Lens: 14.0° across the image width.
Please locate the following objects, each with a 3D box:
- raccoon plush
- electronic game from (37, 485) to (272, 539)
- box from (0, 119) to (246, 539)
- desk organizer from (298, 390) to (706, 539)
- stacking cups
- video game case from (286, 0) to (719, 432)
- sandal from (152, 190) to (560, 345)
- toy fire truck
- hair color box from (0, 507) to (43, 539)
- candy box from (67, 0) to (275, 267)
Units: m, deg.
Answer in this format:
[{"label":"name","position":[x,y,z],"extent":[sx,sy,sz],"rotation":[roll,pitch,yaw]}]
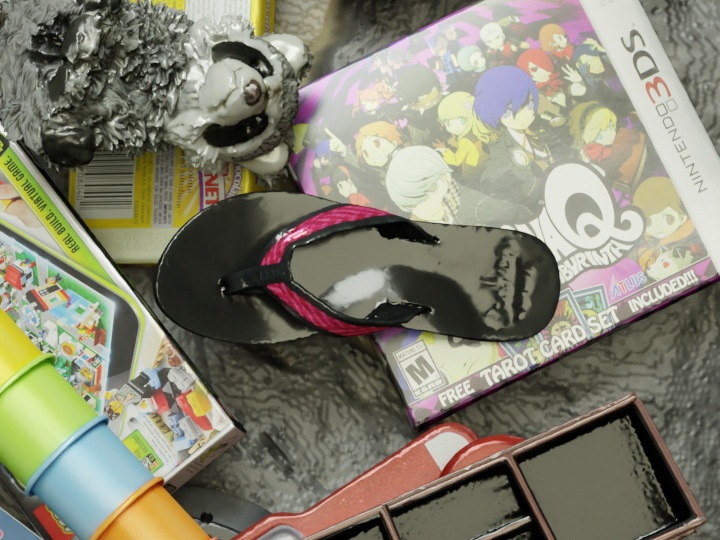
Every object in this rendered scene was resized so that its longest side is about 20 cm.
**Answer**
[{"label":"raccoon plush","position":[-0.112,-0.108,1.442],"extent":[0.134,0.200,0.097],"rotation":[9,110,-33]},{"label":"electronic game","position":[-0.095,0.205,1.443],"extent":[0.199,0.042,0.201],"rotation":[1,75,-2]},{"label":"box","position":[-0.159,0.035,1.440],"extent":[0.110,0.035,0.200],"rotation":[-39,77,0]},{"label":"desk organizer","position":[0.051,0.124,1.320],"extent":[0.200,0.077,0.072],"rotation":[-24,83,-3]},{"label":"stacking cups","position":[-0.126,0.102,1.382],"extent":[0.060,0.061,0.200],"rotation":[-43,85,-4]},{"label":"video game case","position":[0.076,-0.043,1.475],"extent":[0.200,0.036,0.182],"rotation":[-25,82,-3]},{"label":"sandal","position":[0.000,0.000,1.418],"extent":[0.199,0.045,0.075],"rotation":[2,88,-6]},{"label":"toy fire truck","position":[0.046,0.179,1.410],"extent":[0.168,0.112,0.200],"rotation":[-32,85,-3]},{"label":"hair color box","position":[-0.115,0.193,1.334],"extent":[0.200,0.100,0.061],"rotation":[32,66,30]},{"label":"candy box","position":[-0.094,-0.101,1.473],"extent":[0.102,0.026,0.201],"rotation":[1,83,19]}]
